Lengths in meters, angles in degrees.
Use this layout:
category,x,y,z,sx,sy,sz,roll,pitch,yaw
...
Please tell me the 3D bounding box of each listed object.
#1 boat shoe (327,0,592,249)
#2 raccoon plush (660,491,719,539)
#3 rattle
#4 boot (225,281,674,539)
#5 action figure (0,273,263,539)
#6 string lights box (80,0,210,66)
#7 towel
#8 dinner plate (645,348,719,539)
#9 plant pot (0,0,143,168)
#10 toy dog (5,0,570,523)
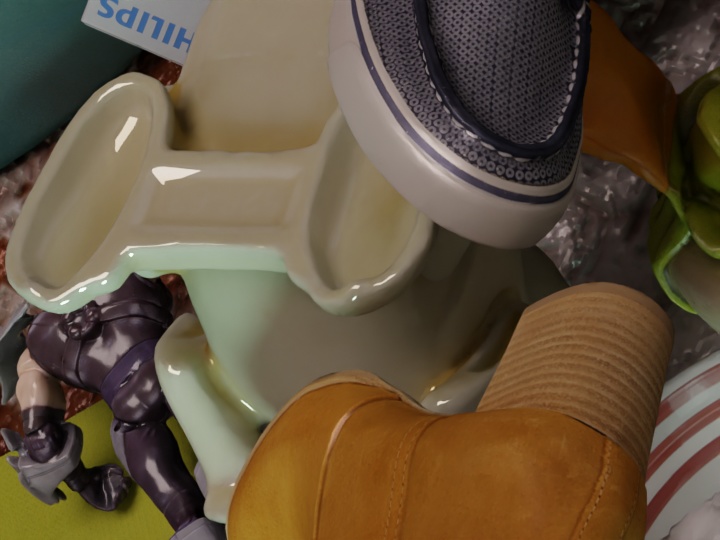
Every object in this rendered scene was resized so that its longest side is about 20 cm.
category,x,y,z,sx,sy,sz,roll,pitch,yaw
boat shoe,0.039,-0.104,0.724,0.201,0.074,0.093,-98,30,-45
raccoon plush,0.181,0.090,0.669,0.199,0.097,0.134,-30,59,-27
rattle,0.157,-0.056,0.775,0.199,0.143,0.130,4,41,49
boot,-0.001,0.092,0.676,0.201,0.071,0.144,-37,20,48
action figure,-0.072,0.051,0.948,0.130,0.069,0.200,-52,48,18
string lights box,-0.039,-0.184,0.978,0.103,0.059,0.201,-80,12,-69
towel,-0.117,0.105,1.012,0.199,0.018,0.086,-30,60,25
dinner plate,0.136,0.113,0.793,0.199,0.024,0.201,-16,62,33
plant pot,-0.191,-0.123,1.098,0.199,0.141,0.142,-19,59,26
toy dog,0.000,0.000,0.835,0.139,0.200,0.195,-7,53,22
